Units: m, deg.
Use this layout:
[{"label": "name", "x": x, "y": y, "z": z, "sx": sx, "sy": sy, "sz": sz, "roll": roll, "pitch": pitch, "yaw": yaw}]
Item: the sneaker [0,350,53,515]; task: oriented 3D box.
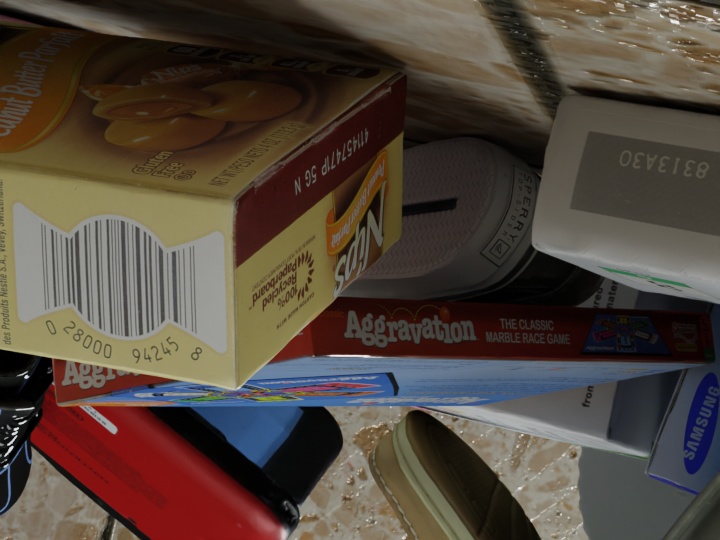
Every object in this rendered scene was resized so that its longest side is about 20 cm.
[{"label": "sneaker", "x": -0.137, "y": 0.038, "z": 0.877, "sx": 0.078, "sy": 0.070, "sz": 0.200, "roll": 16, "pitch": 152, "yaw": 18}]

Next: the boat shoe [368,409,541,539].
[{"label": "boat shoe", "x": 0.052, "y": 0.148, "z": 0.971, "sx": 0.066, "sy": 0.200, "sz": 0.074, "roll": -29, "pitch": -168, "yaw": 15}]

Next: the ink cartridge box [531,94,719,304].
[{"label": "ink cartridge box", "x": 0.162, "y": 0.004, "z": 0.694, "sx": 0.160, "sy": 0.050, "sz": 0.200, "roll": 11, "pitch": 174, "yaw": 33}]

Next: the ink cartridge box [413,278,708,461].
[{"label": "ink cartridge box", "x": 0.028, "y": 0.012, "z": 0.978, "sx": 0.199, "sy": 0.084, "sz": 0.145, "roll": 13, "pitch": 177, "yaw": 21}]

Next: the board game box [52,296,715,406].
[{"label": "board game box", "x": 0.013, "y": 0.027, "z": 0.775, "sx": 0.103, "sy": 0.020, "sz": 0.200, "roll": -14, "pitch": 169, "yaw": 39}]

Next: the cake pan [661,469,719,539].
[{"label": "cake pan", "x": 0.151, "y": 0.098, "z": 0.783, "sx": 0.037, "sy": 0.201, "sz": 0.200, "roll": 43, "pitch": -167, "yaw": 31}]

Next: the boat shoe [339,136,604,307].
[{"label": "boat shoe", "x": 0.000, "y": 0.000, "z": 0.861, "sx": 0.071, "sy": 0.072, "sz": 0.200, "roll": 35, "pitch": 160, "yaw": -34}]

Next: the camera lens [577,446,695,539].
[{"label": "camera lens", "x": 0.212, "y": 0.103, "z": 1.142, "sx": 0.160, "sy": 0.161, "sz": 0.200, "roll": 10, "pitch": 175, "yaw": 40}]

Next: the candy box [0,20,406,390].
[{"label": "candy box", "x": -0.100, "y": -0.027, "z": 0.678, "sx": 0.199, "sy": 0.056, "sz": 0.115, "roll": 9, "pitch": -158, "yaw": 20}]

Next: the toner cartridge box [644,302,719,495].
[{"label": "toner cartridge box", "x": 0.151, "y": 0.042, "z": 0.917, "sx": 0.043, "sy": 0.095, "sz": 0.200, "roll": 21, "pitch": 178, "yaw": 15}]

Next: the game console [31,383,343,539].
[{"label": "game console", "x": -0.092, "y": 0.023, "z": 1.008, "sx": 0.200, "sy": 0.119, "sz": 0.172, "roll": 39, "pitch": 155, "yaw": 0}]

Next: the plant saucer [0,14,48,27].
[{"label": "plant saucer", "x": -0.134, "y": -0.053, "z": 0.847, "sx": 0.200, "sy": 0.051, "sz": 0.201, "roll": 14, "pitch": 176, "yaw": 1}]
